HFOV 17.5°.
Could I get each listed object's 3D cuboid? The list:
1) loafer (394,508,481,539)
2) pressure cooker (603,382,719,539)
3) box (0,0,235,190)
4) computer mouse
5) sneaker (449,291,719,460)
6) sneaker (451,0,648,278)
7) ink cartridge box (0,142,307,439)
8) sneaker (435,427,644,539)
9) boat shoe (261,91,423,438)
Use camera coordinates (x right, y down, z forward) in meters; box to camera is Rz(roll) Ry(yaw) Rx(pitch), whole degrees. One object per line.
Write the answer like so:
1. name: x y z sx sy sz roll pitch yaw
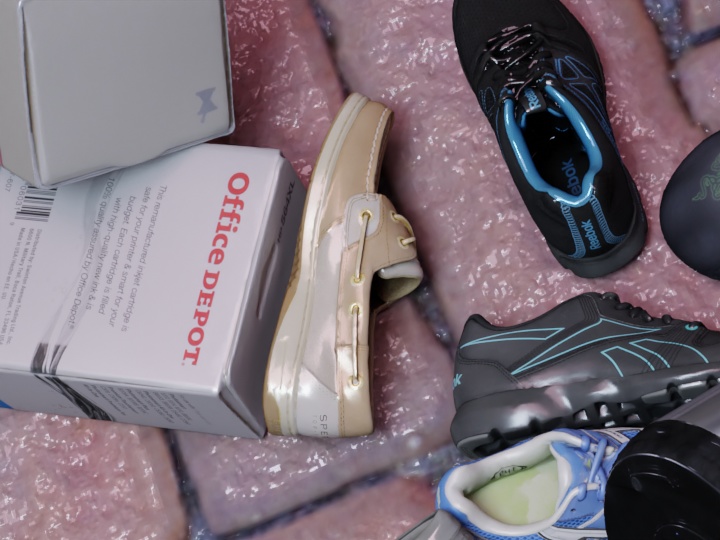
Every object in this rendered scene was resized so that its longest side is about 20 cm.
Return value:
1. loafer: -0.023 0.182 1.179 0.200 0.070 0.070 -29 102 13
2. pressure cooker: 0.234 0.106 1.066 0.200 0.176 0.179 -28 86 -23
3. box: -0.178 -0.136 1.298 0.128 0.109 0.200 -20 30 -32
4. computer mouse: 0.252 -0.053 1.225 0.200 0.053 0.139 -12 65 11
5. sneaker: 0.140 0.044 1.205 0.200 0.075 0.079 -9 63 12
6. sneaker: 0.101 -0.096 1.273 0.073 0.082 0.200 -27 61 6
7. ink cartridge box: -0.138 0.006 1.299 0.200 0.084 0.146 7 69 19
8. sneaker: 0.132 0.116 1.174 0.200 0.077 0.076 -12 63 9
9. boat shoe: 0.000 0.000 1.274 0.069 0.074 0.200 10 71 8
